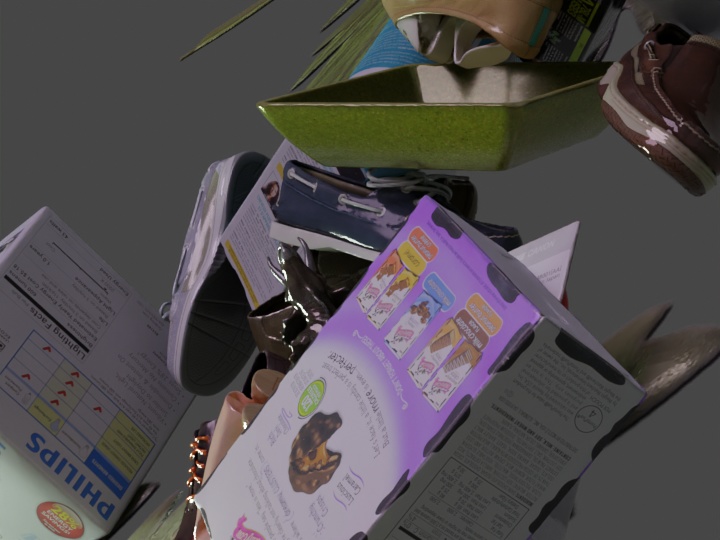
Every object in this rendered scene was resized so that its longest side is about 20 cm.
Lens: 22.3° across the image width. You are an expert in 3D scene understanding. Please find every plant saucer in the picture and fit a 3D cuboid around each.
[{"bbox_3d":[0.066,-0.103,1.218,0.199,0.048,0.199,3,15,33],"label":"plant saucer"}]

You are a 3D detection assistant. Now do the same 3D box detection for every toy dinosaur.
[{"bbox_3d":[-0.027,0.084,1.126,0.102,0.077,0.201,-133,48,-83],"label":"toy dinosaur"}]

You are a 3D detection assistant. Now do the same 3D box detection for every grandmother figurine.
[{"bbox_3d":[-0.079,0.153,1.019,0.200,0.060,0.121,-65,-3,22],"label":"grandmother figurine"}]

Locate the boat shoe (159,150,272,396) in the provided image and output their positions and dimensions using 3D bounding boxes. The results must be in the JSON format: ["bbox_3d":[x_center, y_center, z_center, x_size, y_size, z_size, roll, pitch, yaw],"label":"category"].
[{"bbox_3d":[-0.116,0.003,1.469,0.065,0.074,0.203,-7,69,50],"label":"boat shoe"}]

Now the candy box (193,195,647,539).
[{"bbox_3d":[0.019,0.085,0.861,0.200,0.071,0.168,-52,24,8],"label":"candy box"}]

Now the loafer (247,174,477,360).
[{"bbox_3d":[0.000,0.000,1.290,0.200,0.067,0.076,-45,16,1],"label":"loafer"}]

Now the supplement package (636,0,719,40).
[{"bbox_3d":[0.218,-0.272,1.108,0.200,0.152,0.151,-55,-8,-7],"label":"supplement package"}]

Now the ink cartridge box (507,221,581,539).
[{"bbox_3d":[0.044,0.083,0.958,0.200,0.045,0.177,-25,37,49],"label":"ink cartridge box"}]

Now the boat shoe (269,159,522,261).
[{"bbox_3d":[0.024,-0.037,1.205,0.200,0.075,0.062,11,97,43],"label":"boat shoe"}]

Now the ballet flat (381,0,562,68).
[{"bbox_3d":[0.066,-0.175,1.285,0.200,0.068,0.063,10,85,62],"label":"ballet flat"}]

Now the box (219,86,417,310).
[{"bbox_3d":[-0.035,-0.048,1.360,0.049,0.082,0.200,-12,-26,-35],"label":"box"}]

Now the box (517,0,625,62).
[{"bbox_3d":[0.099,-0.230,1.285,0.048,0.193,0.200,-51,-7,-14],"label":"box"}]

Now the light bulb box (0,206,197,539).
[{"bbox_3d":[-0.256,0.096,1.453,0.125,0.198,0.200,-33,18,42],"label":"light bulb box"}]

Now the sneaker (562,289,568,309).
[{"bbox_3d":[0.065,0.026,1.097,0.085,0.077,0.200,-28,12,-18],"label":"sneaker"}]

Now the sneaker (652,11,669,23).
[{"bbox_3d":[0.263,-0.241,1.222,0.081,0.146,0.201,76,-170,-69],"label":"sneaker"}]

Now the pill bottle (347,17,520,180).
[{"bbox_3d":[0.048,-0.138,1.436,0.111,0.111,0.200,-27,23,47],"label":"pill bottle"}]

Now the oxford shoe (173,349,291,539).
[{"bbox_3d":[-0.091,0.138,1.163,0.071,0.073,0.200,-24,26,51],"label":"oxford shoe"}]

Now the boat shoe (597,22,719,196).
[{"bbox_3d":[0.185,-0.107,1.070,0.075,0.075,0.202,-50,14,14],"label":"boat shoe"}]
